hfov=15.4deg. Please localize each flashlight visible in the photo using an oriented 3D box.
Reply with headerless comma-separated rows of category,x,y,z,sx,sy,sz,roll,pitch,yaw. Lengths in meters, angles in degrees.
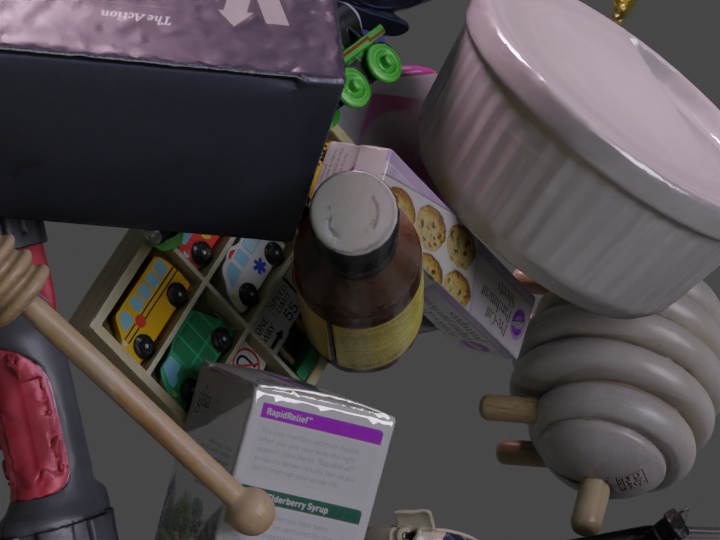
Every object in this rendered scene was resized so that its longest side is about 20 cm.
flashlight,-0.165,0.061,1.264,0.068,0.067,0.201,-23,102,-85

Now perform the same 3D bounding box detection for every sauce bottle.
sauce bottle,0.000,0.000,1.277,0.064,0.200,0.065,0,76,0

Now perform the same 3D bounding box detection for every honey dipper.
honey dipper,-0.113,0.050,1.211,0.200,0.038,0.038,44,51,-13

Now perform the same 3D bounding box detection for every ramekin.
ramekin,0.121,-0.060,1.441,0.202,0.094,0.203,32,23,-15

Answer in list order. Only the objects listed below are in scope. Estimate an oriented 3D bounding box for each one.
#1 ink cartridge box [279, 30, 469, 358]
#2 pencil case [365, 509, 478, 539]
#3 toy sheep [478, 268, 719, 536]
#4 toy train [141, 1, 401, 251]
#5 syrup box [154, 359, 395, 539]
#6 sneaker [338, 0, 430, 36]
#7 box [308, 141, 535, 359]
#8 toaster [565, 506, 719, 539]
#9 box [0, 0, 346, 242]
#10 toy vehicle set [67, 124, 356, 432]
ink cartridge box,-0.024,-0.055,1.464,0.196,0.043,0.201,-11,88,-46
pencil case,0.013,0.228,1.394,0.089,0.077,0.201,51,45,-51
toy sheep,0.144,0.063,1.525,0.138,0.137,0.201,35,56,-34
toy train,-0.052,-0.077,1.352,0.057,0.042,0.200,53,50,-4
syrup box,-0.055,0.151,1.288,0.081,0.079,0.201,16,90,-25
sneaker,-0.025,-0.186,1.415,0.200,0.146,0.081,26,58,-60
box,0.036,-0.008,1.413,0.200,0.039,0.042,44,61,-55
toaster,0.152,0.230,1.451,0.118,0.200,0.182,2,77,-40
box,-0.119,-0.130,1.239,0.196,0.118,0.201,5,50,-13
toy vehicle set,-0.058,0.000,1.370,0.124,0.026,0.200,47,53,-23
